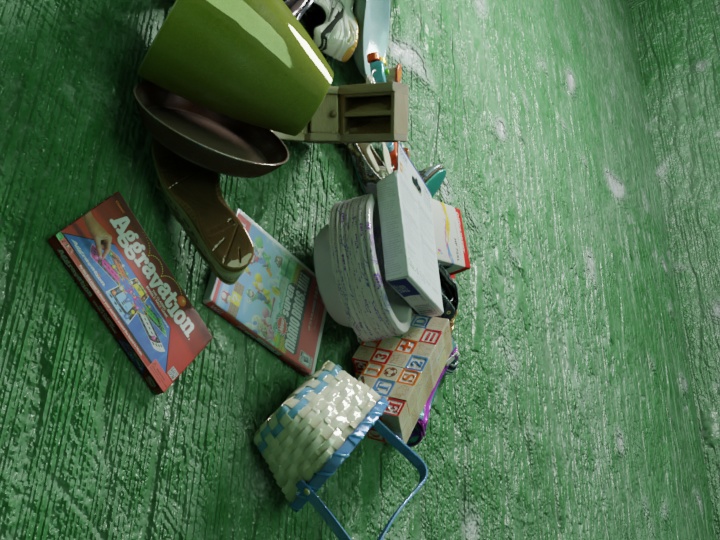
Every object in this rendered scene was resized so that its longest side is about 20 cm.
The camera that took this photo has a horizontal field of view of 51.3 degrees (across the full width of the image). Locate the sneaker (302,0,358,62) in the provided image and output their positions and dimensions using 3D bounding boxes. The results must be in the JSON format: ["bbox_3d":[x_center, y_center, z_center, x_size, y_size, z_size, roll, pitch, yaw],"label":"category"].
[{"bbox_3d":[-0.056,-0.443,1.248,0.086,0.076,0.204,10,53,-25],"label":"sneaker"}]

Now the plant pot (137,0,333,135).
[{"bbox_3d":[-0.136,-0.259,0.909,0.198,0.186,0.190,32,49,-20],"label":"plant pot"}]

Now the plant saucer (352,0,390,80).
[{"bbox_3d":[0.014,-0.430,1.319,0.201,0.038,0.207,8,90,-77],"label":"plant saucer"}]

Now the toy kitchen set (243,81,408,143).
[{"bbox_3d":[-0.057,-0.266,1.039,0.198,0.177,0.168,-9,102,-54],"label":"toy kitchen set"}]

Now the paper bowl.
[{"bbox_3d":[0.000,0.000,1.077,0.200,0.102,0.206,-13,90,-76],"label":"paper bowl"}]

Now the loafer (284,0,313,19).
[{"bbox_3d":[-0.117,-0.412,1.157,0.063,0.071,0.203,43,47,-28],"label":"loafer"}]

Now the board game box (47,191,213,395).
[{"bbox_3d":[-0.247,0.024,0.829,0.203,0.019,0.103,60,35,-17],"label":"board game box"}]

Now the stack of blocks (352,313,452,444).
[{"bbox_3d":[0.047,0.148,1.085,0.201,0.112,0.060,-55,142,-44],"label":"stack of blocks"}]

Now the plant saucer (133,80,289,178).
[{"bbox_3d":[-0.181,-0.165,0.902,0.196,0.035,0.201,25,21,-10],"label":"plant saucer"}]

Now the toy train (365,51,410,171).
[{"bbox_3d":[0.054,-0.271,1.286,0.203,0.054,0.153,74,12,-45],"label":"toy train"}]

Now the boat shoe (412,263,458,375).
[{"bbox_3d":[0.136,0.086,1.266,0.203,0.089,0.071,61,37,-16],"label":"boat shoe"}]

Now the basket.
[{"bbox_3d":[-0.019,0.229,0.933,0.199,0.140,0.176,42,35,11],"label":"basket"}]

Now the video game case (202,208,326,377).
[{"bbox_3d":[-0.117,0.032,1.005,0.199,0.017,0.146,42,45,-36],"label":"video game case"}]

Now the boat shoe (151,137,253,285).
[{"bbox_3d":[-0.197,-0.076,0.901,0.072,0.063,0.203,-20,74,-31],"label":"boat shoe"}]

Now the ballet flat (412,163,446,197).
[{"bbox_3d":[0.064,-0.106,1.222,0.074,0.073,0.202,48,67,-29],"label":"ballet flat"}]

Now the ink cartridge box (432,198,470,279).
[{"bbox_3d":[0.133,-0.057,1.344,0.198,0.066,0.119,11,65,-51],"label":"ink cartridge box"}]

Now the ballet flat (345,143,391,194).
[{"bbox_3d":[0.002,-0.216,1.234,0.203,0.071,0.072,62,37,-14],"label":"ballet flat"}]

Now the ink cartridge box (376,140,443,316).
[{"bbox_3d":[0.073,-0.054,1.104,0.200,0.040,0.206,43,41,-63],"label":"ink cartridge box"}]

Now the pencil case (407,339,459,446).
[{"bbox_3d":[0.089,0.174,1.164,0.201,0.090,0.087,-57,139,-46],"label":"pencil case"}]
